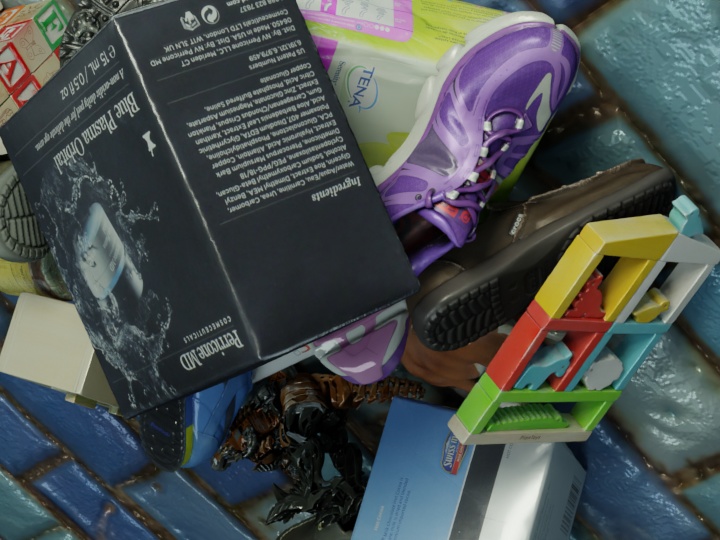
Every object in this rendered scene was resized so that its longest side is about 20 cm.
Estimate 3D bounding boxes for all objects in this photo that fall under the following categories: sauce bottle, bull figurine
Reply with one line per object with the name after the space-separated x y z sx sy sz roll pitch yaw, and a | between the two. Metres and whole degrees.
-0.268 -0.012 1.320 0.200 0.065 0.065 7 136 55 | sauce bottle
0.081 0.047 1.153 0.121 0.065 0.200 30 166 -2 | bull figurine

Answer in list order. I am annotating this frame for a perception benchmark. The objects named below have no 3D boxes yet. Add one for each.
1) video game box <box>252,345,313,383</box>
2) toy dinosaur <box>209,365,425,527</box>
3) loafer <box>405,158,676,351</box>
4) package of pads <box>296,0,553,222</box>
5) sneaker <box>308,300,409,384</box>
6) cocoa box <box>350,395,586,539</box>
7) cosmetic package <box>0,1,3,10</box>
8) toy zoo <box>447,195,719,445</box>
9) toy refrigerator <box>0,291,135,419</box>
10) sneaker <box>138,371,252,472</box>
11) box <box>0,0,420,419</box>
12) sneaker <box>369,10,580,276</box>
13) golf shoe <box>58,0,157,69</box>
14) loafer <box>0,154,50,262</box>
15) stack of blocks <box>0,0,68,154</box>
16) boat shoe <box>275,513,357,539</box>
-0.098 -0.012 1.259 0.200 0.047 0.182 47 135 -15 | video game box
-0.043 0.128 1.318 0.102 0.136 0.200 2 157 -37 | toy dinosaur
0.108 -0.025 1.042 0.071 0.199 0.073 53 159 35 | loafer
0.015 -0.107 1.042 0.199 0.068 0.155 12 140 -12 | package of pads
0.000 0.000 1.127 0.080 0.201 0.089 -21 138 9 | sneaker
0.071 0.213 1.228 0.131 0.201 0.133 12 165 21 | cocoa box
-0.349 -0.235 1.159 0.073 0.104 0.200 -7 124 36 | cosmetic package
0.153 0.032 1.066 0.020 0.131 0.200 51 122 35 | toy zoo
-0.199 0.077 1.307 0.076 0.070 0.200 14 171 19 | toy refrigerator
-0.116 0.062 1.273 0.066 0.078 0.201 35 127 31 | sneaker
-0.094 -0.039 0.964 0.196 0.117 0.201 -26 88 57 | box
0.062 -0.057 0.964 0.080 0.084 0.200 26 113 -27 | sneaker
-0.176 -0.133 1.175 0.077 0.095 0.201 20 112 -6 | golf shoe
-0.257 -0.052 1.203 0.069 0.200 0.076 -6 105 4 | loafer
-0.310 -0.128 1.226 0.199 0.115 0.059 -7 125 36 | stack of blocks
0.003 0.209 1.389 0.201 0.072 0.060 -19 116 34 | boat shoe
